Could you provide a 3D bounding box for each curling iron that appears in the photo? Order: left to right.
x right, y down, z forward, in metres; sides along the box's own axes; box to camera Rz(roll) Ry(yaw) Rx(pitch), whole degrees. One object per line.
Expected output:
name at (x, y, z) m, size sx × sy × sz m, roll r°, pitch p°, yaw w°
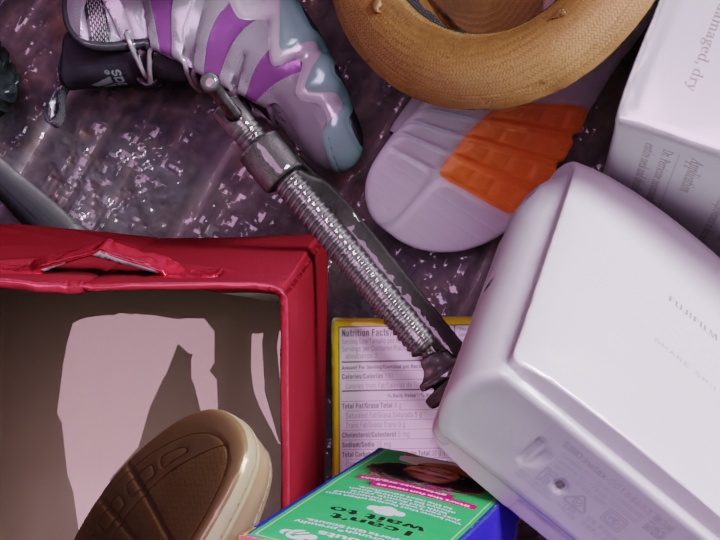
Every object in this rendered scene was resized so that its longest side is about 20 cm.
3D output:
curling iron at (-0.149, -0.001, 0.987) m, size 0.050 × 0.026 × 0.200 m, roll -39°, pitch 78°, yaw -6°

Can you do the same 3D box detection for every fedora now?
fedora at (0.079, -0.163, 0.901) m, size 0.199 × 0.082 × 0.202 m, roll -8°, pitch 73°, yaw 26°

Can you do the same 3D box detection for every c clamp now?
c clamp at (0.000, 0.000, 0.879) m, size 0.027 × 0.171 × 0.200 m, roll -40°, pitch 87°, yaw 4°

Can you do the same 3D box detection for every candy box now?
candy box at (0.005, 0.173, 0.770) m, size 0.076 × 0.200 × 0.170 m, roll 9°, pitch 96°, yaw 13°
candy box at (0.085, 0.074, 0.957) m, size 0.198 × 0.026 × 0.103 m, roll 0°, pitch 75°, yaw 3°

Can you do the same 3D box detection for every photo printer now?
photo printer at (0.124, 0.047, 0.855) m, size 0.166 × 0.200 × 0.069 m, roll 39°, pitch 124°, yaw -8°

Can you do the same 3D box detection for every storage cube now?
storage cube at (-0.106, 0.079, 0.868) m, size 0.170 × 0.180 × 0.202 m, roll 1°, pitch 99°, yaw 4°

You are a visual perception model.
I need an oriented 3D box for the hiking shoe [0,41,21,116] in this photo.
hiking shoe at (-0.262, -0.125, 1.005) m, size 0.200 × 0.074 × 0.087 m, roll 37°, pitch 93°, yaw 18°

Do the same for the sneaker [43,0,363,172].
sneaker at (-0.096, -0.105, 0.986) m, size 0.139 × 0.078 × 0.201 m, roll -33°, pitch 69°, yaw -2°

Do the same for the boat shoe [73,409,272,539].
boat shoe at (-0.084, 0.146, 0.759) m, size 0.201 × 0.064 × 0.071 m, roll -59°, pitch 38°, yaw 12°

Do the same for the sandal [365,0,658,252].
sandal at (0.082, -0.097, 0.976) m, size 0.079 × 0.059 × 0.207 m, roll 40°, pitch 91°, yaw -17°

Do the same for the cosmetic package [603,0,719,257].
cosmetic package at (0.233, -0.086, 0.909) m, size 0.199 × 0.167 × 0.167 m, roll 21°, pitch 79°, yaw 7°
